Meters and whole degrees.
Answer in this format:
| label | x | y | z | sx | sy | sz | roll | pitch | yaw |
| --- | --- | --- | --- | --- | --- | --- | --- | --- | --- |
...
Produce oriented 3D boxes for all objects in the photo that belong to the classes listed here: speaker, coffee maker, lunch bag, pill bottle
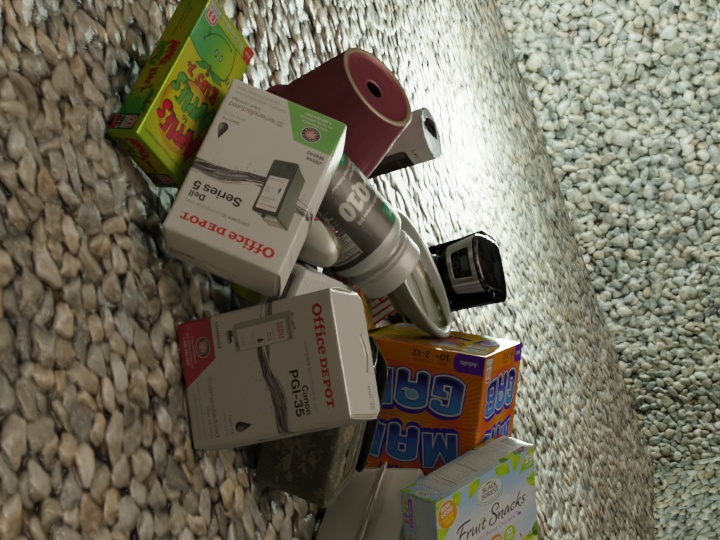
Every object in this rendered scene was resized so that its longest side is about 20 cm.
| label | x | y | z | sx | sy | sz | roll | pitch | yaw |
| --- | --- | --- | --- | --- | --- | --- | --- | --- | --- |
| speaker | 0.021 | -0.183 | 1.744 | 0.081 | 0.198 | 0.082 | -14 | 90 | -68 |
| coffee maker | 0.139 | 0.008 | 1.928 | 0.192 | 0.198 | 0.136 | -38 | 113 | -67 |
| lunch bag | -0.036 | 0.175 | 1.434 | 0.200 | 0.116 | 0.166 | -33 | 139 | -68 |
| pill bottle | -0.020 | -0.065 | 1.470 | 0.200 | 0.113 | 0.114 | 47 | 32 | -23 |

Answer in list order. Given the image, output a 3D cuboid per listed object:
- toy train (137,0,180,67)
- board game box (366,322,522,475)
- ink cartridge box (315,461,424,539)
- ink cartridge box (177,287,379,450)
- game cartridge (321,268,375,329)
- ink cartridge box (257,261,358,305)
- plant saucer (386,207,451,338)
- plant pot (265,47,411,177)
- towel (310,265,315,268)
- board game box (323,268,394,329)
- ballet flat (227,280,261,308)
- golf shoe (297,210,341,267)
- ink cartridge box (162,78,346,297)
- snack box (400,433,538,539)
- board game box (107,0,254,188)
| label | x | y | z | sx | sy | sz | roll | pitch | yaw |
| --- | --- | --- | --- | --- | --- | --- | --- | --- | --- |
| toy train | -0.207 | -0.271 | 1.425 | 0.150 | 0.055 | 0.202 | 50 | 34 | -50 |
| board game box | 0.102 | 0.195 | 1.645 | 0.199 | 0.198 | 0.202 | -5 | 103 | -68 |
| ink cartridge box | 0.037 | 0.356 | 1.533 | 0.201 | 0.124 | 0.129 | 59 | 39 | -37 |
| ink cartridge box | -0.092 | 0.111 | 1.281 | 0.083 | 0.198 | 0.148 | 15 | 63 | -66 |
| game cartridge | -0.012 | -0.009 | 1.739 | 0.201 | 0.032 | 0.178 | 64 | 27 | -48 |
| ink cartridge box | -0.081 | 0.075 | 1.441 | 0.164 | 0.050 | 0.200 | -66 | 163 | 1 |
| plant saucer | 0.066 | 0.010 | 1.643 | 0.201 | 0.050 | 0.201 | 56 | 19 | -30 |
| plant pot | -0.035 | -0.197 | 1.562 | 0.199 | 0.179 | 0.201 | 34 | 36 | -29 |
| towel | -0.092 | -0.045 | 1.585 | 0.201 | 0.049 | 0.148 | -78 | 146 | -49 |
| board game box | 0.000 | 0.000 | 1.646 | 0.200 | 0.046 | 0.153 | -30 | 114 | -70 |
| ballet flat | -0.110 | 0.044 | 1.460 | 0.199 | 0.067 | 0.068 | 28 | 92 | -48 |
| golf shoe | -0.117 | -0.051 | 1.378 | 0.092 | 0.199 | 0.073 | -46 | 157 | -42 |
| ink cartridge box | -0.119 | -0.093 | 1.307 | 0.084 | 0.144 | 0.202 | 107 | 6 | -70 |
| snack box | 0.144 | 0.328 | 1.481 | 0.199 | 0.067 | 0.171 | -20 | 112 | -43 |
| board game box | -0.202 | -0.206 | 1.316 | 0.102 | 0.047 | 0.202 | 52 | 53 | -47 |
